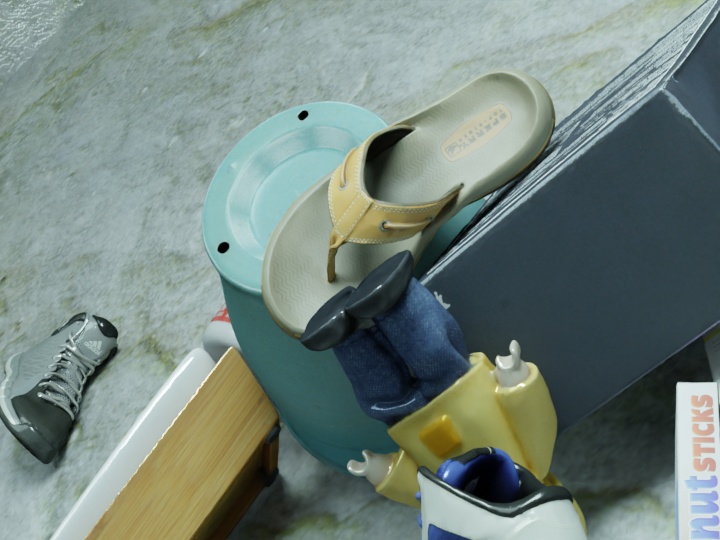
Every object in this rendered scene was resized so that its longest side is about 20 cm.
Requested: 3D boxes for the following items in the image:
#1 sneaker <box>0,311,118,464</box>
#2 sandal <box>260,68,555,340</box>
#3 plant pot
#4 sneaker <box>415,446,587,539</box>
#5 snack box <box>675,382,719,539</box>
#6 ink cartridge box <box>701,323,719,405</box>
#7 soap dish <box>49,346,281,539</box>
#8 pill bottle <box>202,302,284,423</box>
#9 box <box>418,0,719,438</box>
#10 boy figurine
[{"bbox_3d":[-0.272,0.092,1.686,0.115,0.075,0.200,-40,22,4],"label":"sneaker"},{"bbox_3d":[0.022,-0.045,1.014,0.200,0.080,0.054,-39,-18,0],"label":"sandal"},{"bbox_3d":[0.000,0.000,1.147,0.198,0.188,0.202,-12,56,18],"label":"plant pot"},{"bbox_3d":[0.056,0.156,0.937,0.199,0.080,0.116,-36,63,46],"label":"sneaker"},{"bbox_3d":[0.162,0.145,0.877,0.024,0.072,0.201,0,37,9],"label":"snack box"},{"bbox_3d":[0.252,0.050,0.920,0.145,0.048,0.201,-35,22,20],"label":"ink cartridge box"},{"bbox_3d":[-0.131,0.162,1.254,0.201,0.081,0.158,-53,-10,-20],"label":"soap dish"},{"bbox_3d":[-0.016,0.008,1.345,0.201,0.116,0.116,-54,25,-21],"label":"pill bottle"},{"bbox_3d":[0.159,-0.035,1.029,0.200,0.123,0.198,-40,3,35],"label":"box"},{"bbox_3d":[0.050,0.091,0.986,0.124,0.201,0.064,-31,11,25],"label":"boy figurine"}]
